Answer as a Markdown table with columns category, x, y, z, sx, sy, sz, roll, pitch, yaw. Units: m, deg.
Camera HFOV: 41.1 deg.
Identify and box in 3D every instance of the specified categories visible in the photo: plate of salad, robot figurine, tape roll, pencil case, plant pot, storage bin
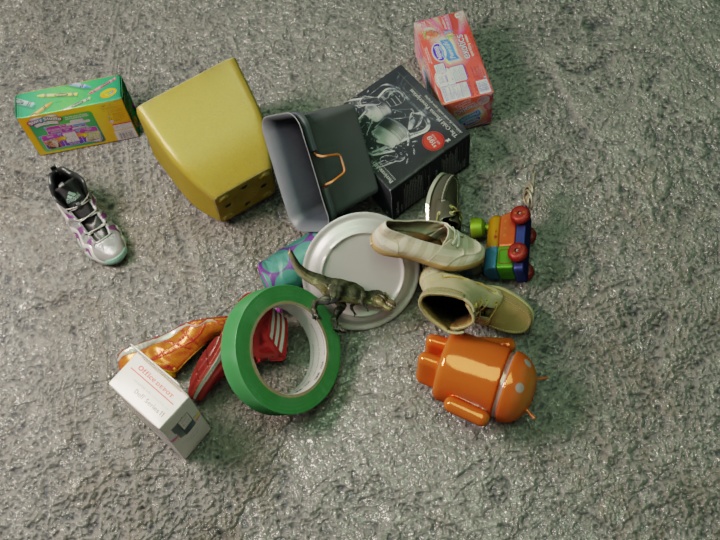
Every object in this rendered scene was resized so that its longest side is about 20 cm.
| category | x | y | z | sx | sy | sz | roll | pitch | yaw |
| --- | --- | --- | --- | --- | --- | --- | --- | --- | --- |
| plate of salad | 0.000 | 0.000 | 1.581 | 0.198 | 0.202 | 0.048 | -19 | 20 | -5 |
| robot figurine | 0.188 | 0.164 | 1.493 | 0.198 | 0.144 | 0.118 | 18 | 101 | 14 |
| tape roll | -0.123 | 0.125 | 1.507 | 0.199 | 0.048 | 0.203 | 8 | 76 | -37 |
| pencil case | -0.076 | -0.019 | 1.626 | 0.199 | 0.093 | 0.085 | -30 | 20 | -10 |
| plant pot | -0.248 | -0.207 | 1.686 | 0.193 | 0.196 | 0.201 | -30 | 76 | -11 |
| storage bin | -0.054 | -0.183 | 1.600 | 0.133 | 0.202 | 0.145 | -27 | 17 | -31 |

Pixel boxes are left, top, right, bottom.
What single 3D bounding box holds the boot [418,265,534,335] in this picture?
| category | x | y | z | sx | sy | sz | roll | pitch | yaw |
| --- | --- | --- | --- | --- | --- | --- | --- | --- | --- |
| boot | 0.183 | 0.063 | 1.509 | 0.198 | 0.156 | 0.073 | 26 | 106 | -1 |

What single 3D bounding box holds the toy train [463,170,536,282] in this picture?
| category | x | y | z | sx | sy | sz | roll | pitch | yaw |
| --- | --- | --- | --- | --- | --- | --- | --- | --- | --- |
| toy train | 0.238 | -0.078 | 1.639 | 0.114 | 0.085 | 0.202 | -1 | 62 | 19 |

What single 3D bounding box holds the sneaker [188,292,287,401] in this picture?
| category | x | y | z | sx | sy | sz | roll | pitch | yaw |
| --- | --- | --- | --- | --- | --- | --- | --- | --- | --- |
| sneaker | -0.187 | 0.146 | 1.555 | 0.115 | 0.078 | 0.201 | 32 | 101 | -19 |

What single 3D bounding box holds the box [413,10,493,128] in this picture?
| category | x | y | z | sx | sy | sz | roll | pitch | yaw |
| --- | --- | --- | --- | --- | --- | --- | --- | --- | --- |
| box | 0.170 | -0.366 | 1.777 | 0.101 | 0.095 | 0.202 | -14 | 62 | -3 |

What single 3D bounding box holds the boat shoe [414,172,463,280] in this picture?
| category | x | y | z | sx | sy | sz | roll | pitch | yaw |
| --- | --- | --- | --- | --- | --- | --- | --- | --- | --- |
| boat shoe | 0.144 | -0.075 | 1.636 | 0.060 | 0.072 | 0.204 | -3 | 64 | 38 |

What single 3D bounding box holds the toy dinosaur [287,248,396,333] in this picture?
| category | x | y | z | sx | sy | sz | roll | pitch | yaw |
| --- | --- | --- | --- | --- | --- | --- | --- | --- | --- |
| toy dinosaur | -0.042 | 0.045 | 1.529 | 0.198 | 0.047 | 0.089 | 24 | 72 | -21 |

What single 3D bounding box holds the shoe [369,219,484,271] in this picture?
| category | x | y | z | sx | sy | sz | roll | pitch | yaw |
| --- | --- | --- | --- | --- | --- | --- | --- | --- | --- |
| shoe | 0.115 | -0.045 | 1.536 | 0.197 | 0.054 | 0.070 | 7 | 45 | -19 |

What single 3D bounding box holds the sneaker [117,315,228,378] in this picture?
| category | x | y | z | sx | sy | sz | roll | pitch | yaw |
| --- | --- | --- | --- | --- | --- | --- | --- | --- | --- |
| sneaker | -0.299 | 0.132 | 1.588 | 0.198 | 0.073 | 0.078 | -25 | 87 | -6 |

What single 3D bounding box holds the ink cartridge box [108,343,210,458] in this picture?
| category | x | y | z | sx | sy | sz | roll | pitch | yaw |
| --- | --- | --- | --- | --- | --- | --- | --- | --- | --- |
| ink cartridge box | -0.309 | 0.202 | 1.466 | 0.117 | 0.201 | 0.067 | 35 | 70 | 21 |

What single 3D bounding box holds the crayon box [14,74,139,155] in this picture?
| category | x | y | z | sx | sy | sz | roll | pitch | yaw |
| --- | --- | --- | --- | --- | --- | --- | --- | --- | --- |
| crayon box | -0.522 | -0.286 | 1.780 | 0.197 | 0.119 | 0.059 | -11 | 62 | -1 |

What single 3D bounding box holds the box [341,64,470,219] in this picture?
| category | x | y | z | sx | sy | sz | roll | pitch | yaw |
| --- | --- | --- | --- | --- | --- | --- | --- | --- | --- |
| box | 0.065 | -0.229 | 1.711 | 0.181 | 0.104 | 0.200 | -36 | 66 | -12 |

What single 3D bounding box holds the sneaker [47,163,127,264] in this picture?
| category | x | y | z | sx | sy | sz | roll | pitch | yaw |
| --- | --- | --- | --- | --- | --- | --- | --- | --- | --- |
| sneaker | -0.488 | -0.106 | 1.671 | 0.078 | 0.140 | 0.200 | -39 | 66 | -15 |
